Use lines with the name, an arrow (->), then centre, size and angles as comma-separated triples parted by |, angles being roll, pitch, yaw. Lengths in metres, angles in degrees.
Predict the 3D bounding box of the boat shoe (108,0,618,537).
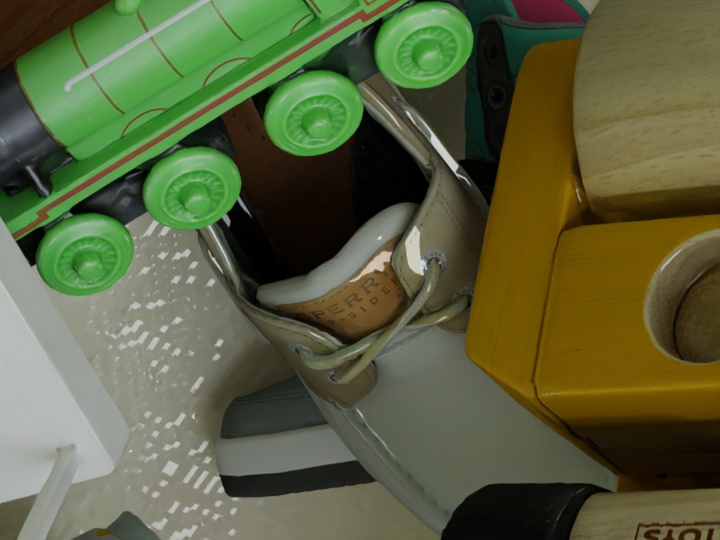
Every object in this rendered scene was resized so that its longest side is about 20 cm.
boat shoe -> 0.000, 0.000, 0.697 | 0.075, 0.068, 0.200 | -38, 92, 15

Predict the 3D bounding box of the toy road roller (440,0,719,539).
toy road roller -> 0.108, 0.038, 0.661 | 0.146, 0.123, 0.200 | 37, 56, -49

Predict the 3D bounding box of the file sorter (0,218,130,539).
file sorter -> -0.178, 0.041, 0.585 | 0.200, 0.125, 0.139 | -16, 120, 23

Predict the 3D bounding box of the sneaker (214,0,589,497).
sneaker -> 0.038, -0.017, 0.760 | 0.200, 0.084, 0.121 | -19, 87, 18

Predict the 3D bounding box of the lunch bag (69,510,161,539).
lunch bag -> -0.112, 0.147, 0.691 | 0.170, 0.127, 0.200 | -22, 161, -17

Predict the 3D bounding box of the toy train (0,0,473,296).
toy train -> -0.006, -0.063, 0.624 | 0.200, 0.042, 0.056 | -31, 133, 7

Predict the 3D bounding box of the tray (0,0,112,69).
tray -> -0.078, -0.078, 0.616 | 0.200, 0.037, 0.099 | -35, 164, 31
